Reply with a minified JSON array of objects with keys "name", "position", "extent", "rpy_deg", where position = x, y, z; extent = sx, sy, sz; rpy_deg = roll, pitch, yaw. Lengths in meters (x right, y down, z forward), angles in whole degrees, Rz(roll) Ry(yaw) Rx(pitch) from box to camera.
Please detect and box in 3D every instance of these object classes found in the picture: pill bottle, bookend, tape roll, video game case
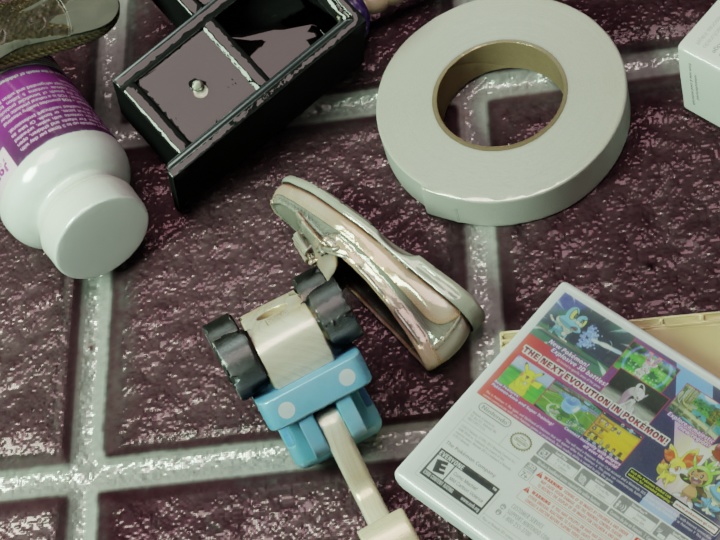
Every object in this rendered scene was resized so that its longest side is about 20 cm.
[{"name":"pill bottle","position":[-0.251,-0.088,1.577],"extent":[0.112,0.112,0.200],"rpy_deg":[-34,56,-9]},{"name":"bookend","position":[-0.133,-0.192,1.587],"extent":[0.199,0.092,0.200],"rpy_deg":[-39,79,-11]},{"name":"tape roll","position":[0.111,-0.127,1.561],"extent":[0.202,0.037,0.204],"rpy_deg":[-6,57,9]},{"name":"video game case","position":[0.153,0.122,1.291],"extent":[0.200,0.023,0.182],"rpy_deg":[34,71,30]}]

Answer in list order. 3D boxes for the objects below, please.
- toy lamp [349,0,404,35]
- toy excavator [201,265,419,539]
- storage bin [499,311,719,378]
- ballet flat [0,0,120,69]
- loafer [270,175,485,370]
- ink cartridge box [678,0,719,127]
[{"name":"toy lamp","position":[0.074,-0.249,1.635],"extent":[0.199,0.058,0.058],"rpy_deg":[-27,56,-3]},{"name":"toy excavator","position":[-0.016,0.114,1.408],"extent":[0.100,0.201,0.194],"rpy_deg":[-29,12,-5]},{"name":"storage bin","position":[0.194,0.139,1.340],"extent":[0.197,0.094,0.201],"rpy_deg":[-5,57,9]},{"name":"ballet flat","position":[-0.285,-0.184,1.561],"extent":[0.199,0.046,0.068],"rpy_deg":[-18,82,-16]},{"name":"loafer","position":[0.000,0.000,1.491],"extent":[0.200,0.072,0.063],"rpy_deg":[34,78,26]},{"name":"ink cartridge box","position":[0.360,-0.149,1.486],"extent":[0.200,0.084,0.145],"rpy_deg":[33,71,29]}]
